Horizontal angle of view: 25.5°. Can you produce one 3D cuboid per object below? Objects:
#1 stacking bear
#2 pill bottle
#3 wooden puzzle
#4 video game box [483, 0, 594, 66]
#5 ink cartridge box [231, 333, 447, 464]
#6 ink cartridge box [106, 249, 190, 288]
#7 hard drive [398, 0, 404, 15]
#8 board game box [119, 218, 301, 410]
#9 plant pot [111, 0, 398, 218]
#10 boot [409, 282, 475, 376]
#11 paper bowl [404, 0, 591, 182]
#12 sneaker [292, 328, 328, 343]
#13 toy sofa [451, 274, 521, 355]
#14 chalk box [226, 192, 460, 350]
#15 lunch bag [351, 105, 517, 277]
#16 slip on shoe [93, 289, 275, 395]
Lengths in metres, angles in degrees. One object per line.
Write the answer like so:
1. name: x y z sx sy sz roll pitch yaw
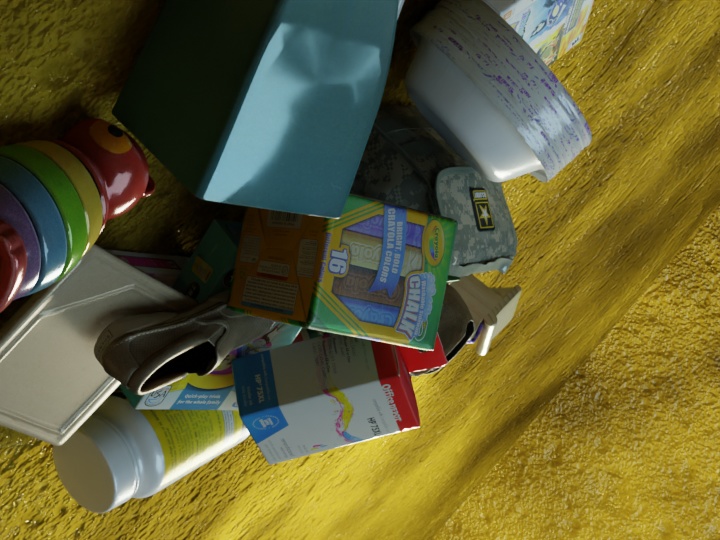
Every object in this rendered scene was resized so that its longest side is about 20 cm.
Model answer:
1. stacking bear: -0.233 -0.050 1.158 0.200 0.121 0.114 -37 160 -47
2. pill bottle: -0.213 0.166 1.650 0.200 0.114 0.114 -28 155 -44
3. wooden puzzle: -0.254 0.063 1.378 0.185 0.037 0.200 -46 153 5
4. video game box: 0.183 -0.271 1.699 0.182 0.047 0.200 -36 160 -21
5. ink cartridge box: -0.013 0.115 1.553 0.199 0.067 0.116 -15 147 5
6. ink cartridge box: -0.213 0.028 1.482 0.095 0.037 0.200 -51 164 13
7. hard drive: -0.038 -0.207 1.357 0.200 0.038 0.140 -31 156 -37
8. board game box: -0.125 0.048 1.530 0.151 0.047 0.200 5 127 -49
9. plant pot: -0.062 -0.165 1.182 0.141 0.141 0.200 7 116 -43
10. boot: 0.035 0.091 1.637 0.200 0.076 0.074 -44 170 27
11. paper bowl: 0.122 -0.166 1.536 0.104 0.201 0.201 -43 162 -1
12. sneaker: -0.048 0.095 1.707 0.093 0.071 0.200 -10 172 9
13. toy sofa: 0.079 0.012 1.830 0.098 0.200 0.083 -45 164 -23
14. chalk box: 0.000 0.000 1.442 0.200 0.124 0.124 14 86 -40
15. lunch bag: 0.064 -0.072 1.611 0.118 0.200 0.164 -53 160 22
16. slip on shoe: -0.144 0.066 1.422 0.200 0.061 0.076 -8 137 -49
